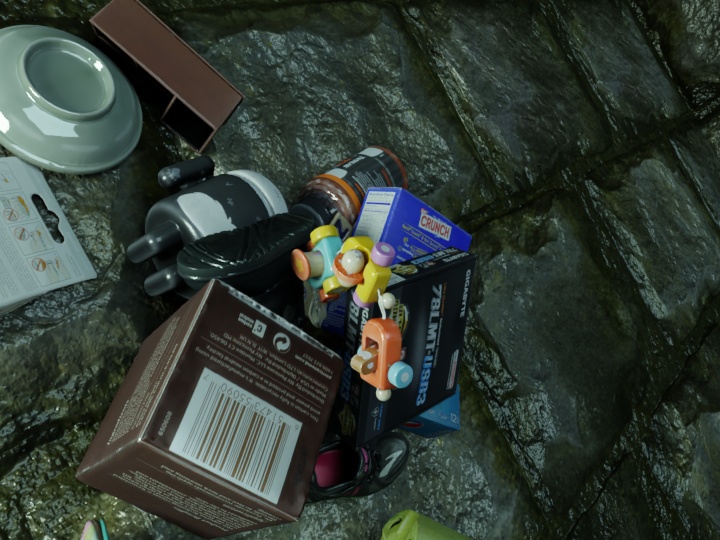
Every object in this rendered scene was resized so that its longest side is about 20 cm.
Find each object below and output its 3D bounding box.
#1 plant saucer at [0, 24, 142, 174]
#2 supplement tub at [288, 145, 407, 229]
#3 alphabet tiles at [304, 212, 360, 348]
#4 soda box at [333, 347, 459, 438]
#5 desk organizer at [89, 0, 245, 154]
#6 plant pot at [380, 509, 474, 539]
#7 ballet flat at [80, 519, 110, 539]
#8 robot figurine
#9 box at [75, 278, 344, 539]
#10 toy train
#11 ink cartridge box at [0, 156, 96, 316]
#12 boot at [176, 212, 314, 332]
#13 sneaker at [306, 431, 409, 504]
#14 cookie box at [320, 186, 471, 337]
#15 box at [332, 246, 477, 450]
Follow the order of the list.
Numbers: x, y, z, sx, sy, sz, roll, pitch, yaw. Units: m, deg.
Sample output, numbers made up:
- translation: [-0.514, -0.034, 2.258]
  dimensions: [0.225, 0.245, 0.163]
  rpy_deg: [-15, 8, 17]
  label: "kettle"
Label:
- translation: [-0.345, -0.212, 0.750]
  dimensions: [0.197, 0.050, 0.204]
  rpy_deg: [22, 53, -32]
  label: "plant saucer"
- translation: [-0.019, -0.102, 0.935]
  dimensions: [0.108, 0.106, 0.199]
  rpy_deg: [54, 45, -3]
  label: "supplement tub"
- translation: [0.000, 0.000, 0.884]
  dimensions: [0.167, 0.007, 0.202]
  rpy_deg: [46, 67, -36]
  label: "alphabet tiles"
- translation: [0.046, 0.169, 0.883]
  dimensions: [0.197, 0.064, 0.069]
  rpy_deg: [25, 54, -29]
  label: "soda box"
- translation: [-0.258, -0.256, 0.837]
  dimensions: [0.199, 0.071, 0.078]
  rpy_deg: [40, 51, -17]
  label: "desk organizer"
- translation: [0.099, 0.386, 0.750]
  dimensions: [0.182, 0.201, 0.202]
  rpy_deg: [34, 49, -6]
  label: "plant pot"
- translation: [-0.228, 0.333, 0.577]
  dimensions: [0.070, 0.069, 0.204]
  rpy_deg: [-24, 85, -24]
  label: "ballet flat"
- translation: [-0.175, -0.043, 0.766]
  dimensions: [0.123, 0.153, 0.199]
  rpy_deg: [26, 39, 27]
  label: "robot figurine"
- translation: [-0.148, 0.147, 0.636]
  dimensions: [0.164, 0.199, 0.167]
  rpy_deg: [34, 51, -22]
  label: "box"
- translation: [-0.021, 0.036, 0.652]
  dimensions: [0.055, 0.199, 0.154]
  rpy_deg: [-5, 110, -32]
  label: "toy train"
- translation: [-0.391, -0.030, 0.645]
  dimensions: [0.165, 0.050, 0.199]
  rpy_deg: [60, 28, 1]
  label: "ink cartridge box"
- translation: [-0.119, 0.040, 0.710]
  dimensions: [0.199, 0.075, 0.172]
  rpy_deg: [-30, 131, -56]
  label: "boot"
- translation: [-0.006, 0.243, 0.788]
  dimensions: [0.197, 0.083, 0.079]
  rpy_deg: [-5, 72, -41]
  label: "sneaker"
- translation: [0.054, 0.013, 0.879]
  dimensions: [0.169, 0.074, 0.204]
  rpy_deg: [27, 80, -41]
  label: "cookie box"
- translation: [0.057, 0.088, 0.777]
  dimensions: [0.196, 0.049, 0.205]
  rpy_deg: [-15, 119, -43]
  label: "box"
